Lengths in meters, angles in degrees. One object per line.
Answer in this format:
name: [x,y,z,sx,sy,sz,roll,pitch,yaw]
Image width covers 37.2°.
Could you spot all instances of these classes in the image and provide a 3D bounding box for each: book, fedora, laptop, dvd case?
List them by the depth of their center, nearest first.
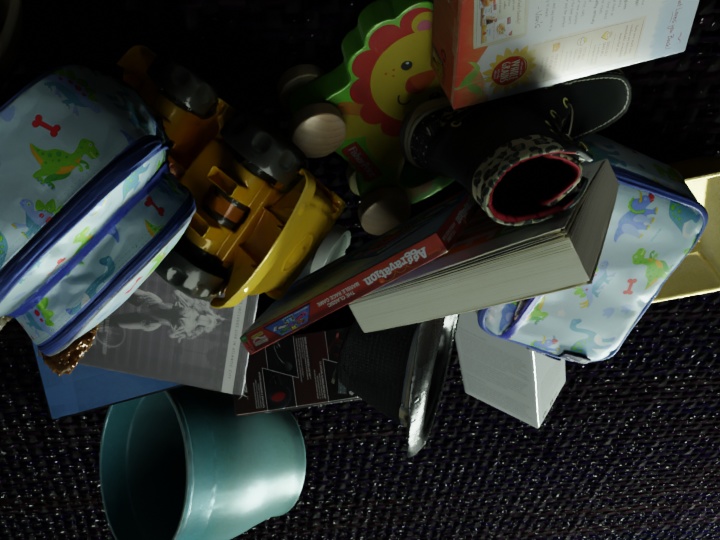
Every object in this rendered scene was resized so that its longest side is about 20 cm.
book: [0.099,-0.019,0.852,0.198,0.134,0.048,-18,112,34]
fedora: [0.033,0.070,0.975,0.090,0.202,0.202,14,145,10]
dvd case: [-0.194,0.031,0.982,0.197,0.016,0.151,11,115,-2]
laptop: [-0.254,0.024,0.996,0.185,0.117,0.201,-16,143,10]

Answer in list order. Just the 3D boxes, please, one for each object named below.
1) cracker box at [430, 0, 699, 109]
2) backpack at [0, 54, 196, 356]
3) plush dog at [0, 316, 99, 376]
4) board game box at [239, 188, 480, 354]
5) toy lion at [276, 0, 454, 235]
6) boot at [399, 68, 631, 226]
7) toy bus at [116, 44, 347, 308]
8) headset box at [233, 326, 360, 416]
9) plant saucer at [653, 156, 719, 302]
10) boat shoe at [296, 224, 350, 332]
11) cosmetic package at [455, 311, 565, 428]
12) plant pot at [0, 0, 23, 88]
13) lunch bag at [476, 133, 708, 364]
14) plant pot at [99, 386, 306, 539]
cracker box: [0.152,-0.205,0.778,0.197,0.058,0.135,-15,144,-10]
backpack: [-0.197,-0.040,0.691,0.183,0.200,0.147,-44,97,0]
plush dog: [-0.284,-0.007,0.900,0.169,0.161,0.202,12,118,-18]
board game box: [0.000,0.000,0.846,0.199,0.103,0.020,-28,102,31]
toy lion: [0.043,-0.139,0.885,0.190,0.069,0.200,-28,141,13]
boot: [0.147,-0.098,0.818,0.201,0.154,0.074,-15,119,-14]
toy bus: [-0.110,-0.071,0.875,0.136,0.199,0.192,-54,162,10]
headset box: [-0.030,0.102,1.129,0.197,0.076,0.149,-8,174,0]
plant saucer: [0.277,-0.038,1.069,0.197,0.049,0.201,-11,143,5]
boat shoe: [-0.052,-0.003,1.046,0.060,0.076,0.201,33,152,8]
cosmetic package: [0.160,0.077,1.148,0.100,0.072,0.201,25,154,25]
plant pot: [-0.321,-0.142,0.716,0.197,0.203,0.174,1,159,-12]
lunch bag: [0.196,-0.015,0.959,0.159,0.083,0.201,19,122,-23]
plant pot: [-0.171,0.220,1.229,0.186,0.202,0.200,4,146,-40]
